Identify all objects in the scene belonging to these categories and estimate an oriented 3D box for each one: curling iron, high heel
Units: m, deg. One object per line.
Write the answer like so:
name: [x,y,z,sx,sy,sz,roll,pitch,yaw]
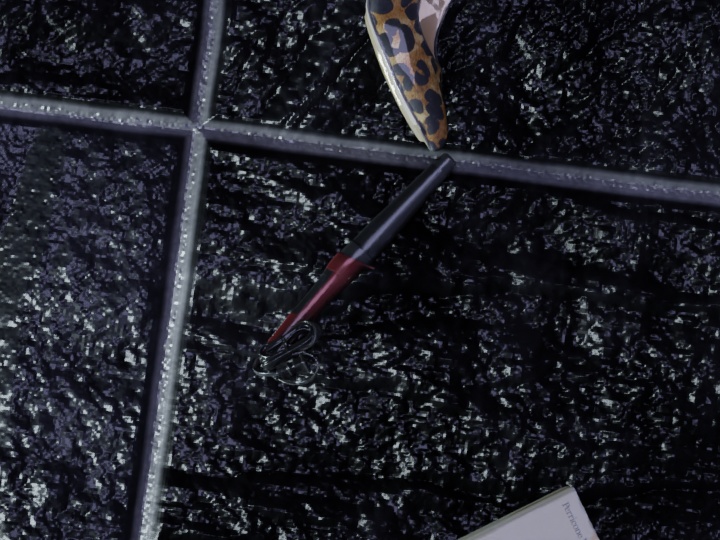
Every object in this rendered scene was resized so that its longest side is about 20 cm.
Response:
curling iron: [0.000,0.000,1.349,0.049,0.026,0.200,32,78,40]
high heel: [0.072,-0.190,1.350,0.142,0.071,0.201,-17,75,4]

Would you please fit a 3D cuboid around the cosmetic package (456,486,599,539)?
cosmetic package: [0.072,0.230,1.302,0.199,0.071,0.106,-27,84,-3]
